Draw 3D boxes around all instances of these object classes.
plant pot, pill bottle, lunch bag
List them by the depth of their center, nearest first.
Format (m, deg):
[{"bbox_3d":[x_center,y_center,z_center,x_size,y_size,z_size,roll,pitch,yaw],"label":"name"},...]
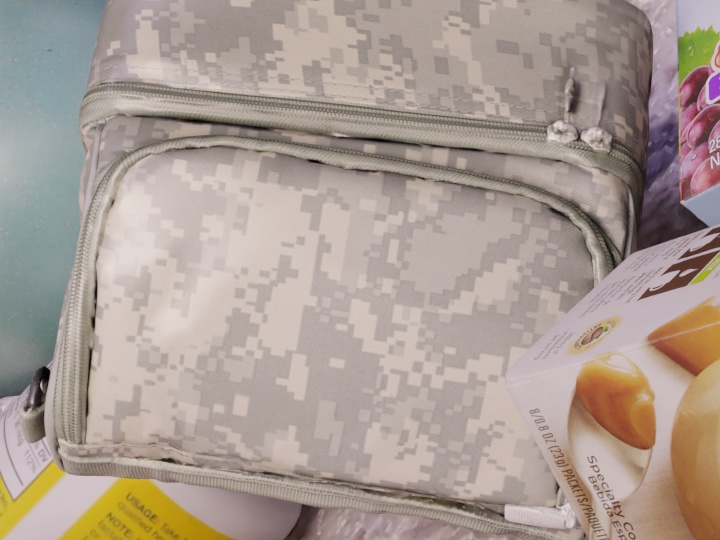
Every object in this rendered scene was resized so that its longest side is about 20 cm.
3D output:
[{"bbox_3d":[0.000,0.000,0.749,0.140,0.198,0.169,93,-175,-67],"label":"lunch bag"},{"bbox_3d":[-0.095,0.091,0.889,0.200,0.114,0.115,-45,33,16],"label":"pill bottle"},{"bbox_3d":[-0.127,-0.042,1.011,0.133,0.201,0.202,-3,54,20],"label":"plant pot"}]

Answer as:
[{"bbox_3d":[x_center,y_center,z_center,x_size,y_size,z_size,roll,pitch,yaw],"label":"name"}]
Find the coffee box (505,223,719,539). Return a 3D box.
[{"bbox_3d":[0.149,0.036,0.579,0.199,0.115,0.080,-21,12,47],"label":"coffee box"}]

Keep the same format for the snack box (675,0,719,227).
[{"bbox_3d":[0.185,-0.115,0.739,0.168,0.068,0.201,-29,39,34],"label":"snack box"}]
